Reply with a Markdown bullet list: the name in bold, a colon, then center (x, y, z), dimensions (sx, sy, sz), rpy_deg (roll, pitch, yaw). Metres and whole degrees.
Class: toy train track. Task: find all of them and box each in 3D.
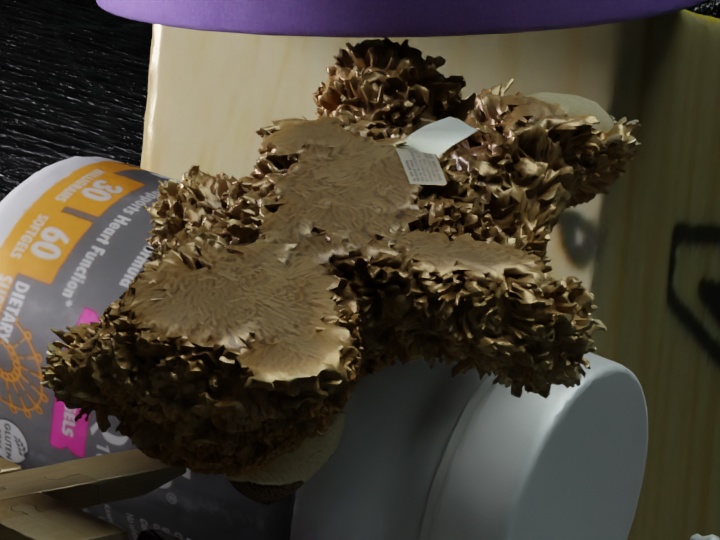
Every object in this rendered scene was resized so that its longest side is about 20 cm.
- **toy train track**: center (-0.124, 0.067, 0.820), dimensions (0.114, 0.033, 0.200), rpy_deg (-8, 14, -33)

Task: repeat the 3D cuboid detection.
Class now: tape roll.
- **tape roll**: center (0.014, -0.119, 0.932), dimensions (0.199, 0.066, 0.200), rpy_deg (-1, 14, 0)

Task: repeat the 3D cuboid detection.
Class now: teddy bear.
- **teddy bear**: center (0.000, 0.000, 0.809), dimensions (0.144, 0.067, 0.200), rpy_deg (8, 34, 9)

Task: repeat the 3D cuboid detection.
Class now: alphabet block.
- **alphabet block**: center (0.043, 0.004, 1.059), dimensions (0.194, 0.202, 0.196), rpy_deg (5, 2, 27)

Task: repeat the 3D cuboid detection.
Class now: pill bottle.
- **pill bottle**: center (-0.022, 0.044, 0.889), dimensions (0.199, 0.117, 0.116), rpy_deg (18, 8, 27)

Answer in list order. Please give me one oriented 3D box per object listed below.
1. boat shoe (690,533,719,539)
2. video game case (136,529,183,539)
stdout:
- **boat shoe**: center (0.088, 0.100, 0.752), dimensions (0.074, 0.062, 0.200), rpy_deg (-10, -3, 17)
- **video game case**: center (0.048, 0.143, 0.753), dimensions (0.199, 0.036, 0.181), rpy_deg (27, 3, -29)
